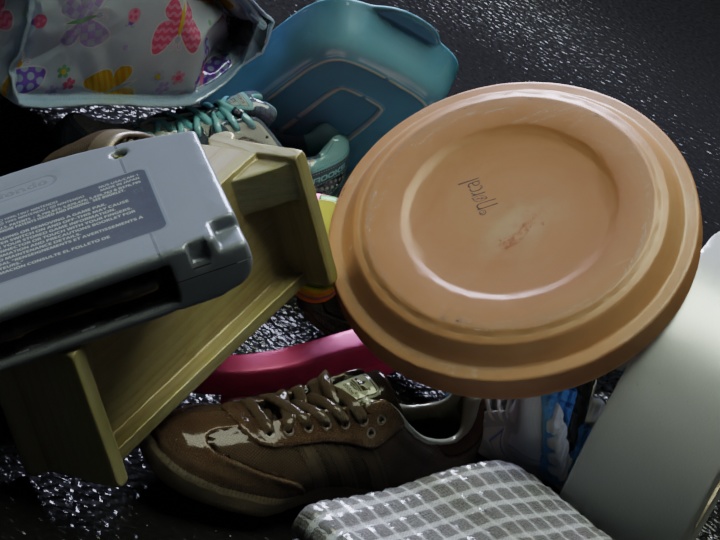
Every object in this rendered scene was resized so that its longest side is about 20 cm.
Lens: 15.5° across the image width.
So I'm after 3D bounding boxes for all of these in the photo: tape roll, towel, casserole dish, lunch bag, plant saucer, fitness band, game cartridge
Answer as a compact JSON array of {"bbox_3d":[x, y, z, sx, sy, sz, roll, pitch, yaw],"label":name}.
[{"bbox_3d":[0.178,0.083,1.448,0.071,0.203,0.202,30,22,10],"label":"tape roll"},{"bbox_3d":[0.068,0.169,1.287,0.165,0.086,0.199,38,25,32],"label":"towel"},{"bbox_3d":[-0.024,-0.106,1.721,0.121,0.200,0.039,26,53,-26],"label":"casserole dish"},{"bbox_3d":[-0.177,-0.177,1.651,0.199,0.128,0.169,0,20,-44],"label":"lunch bag"},{"bbox_3d":[0.080,-0.023,1.396,0.199,0.032,0.201,-6,51,7],"label":"plant saucer"},{"bbox_3d":[-0.057,0.016,1.498,0.199,0.038,0.144,-13,48,-28],"label":"fitness band"},{"bbox_3d":[-0.160,-0.005,1.281,0.199,0.042,0.133,-19,27,-6],"label":"game cartridge"}]

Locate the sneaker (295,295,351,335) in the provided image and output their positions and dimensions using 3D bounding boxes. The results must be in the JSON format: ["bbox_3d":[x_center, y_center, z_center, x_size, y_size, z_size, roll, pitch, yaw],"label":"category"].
[{"bbox_3d":[0.000,0.000,1.657,0.088,0.078,0.200,0,11,28],"label":"sneaker"}]

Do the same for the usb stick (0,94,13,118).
[{"bbox_3d":[-0.249,-0.103,1.638,0.055,0.033,0.200,18,22,2],"label":"usb stick"}]

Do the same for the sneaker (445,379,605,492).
[{"bbox_3d":[0.087,0.078,1.475,0.086,0.075,0.200,17,-17,11],"label":"sneaker"}]

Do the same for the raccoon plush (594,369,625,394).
[{"bbox_3d":[0.139,0.066,1.645,0.201,0.133,0.097,61,22,-17],"label":"raccoon plush"}]

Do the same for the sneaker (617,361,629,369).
[{"bbox_3d":[0.106,0.019,1.555,0.199,0.072,0.080,-1,28,38],"label":"sneaker"}]

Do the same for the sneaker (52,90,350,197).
[{"bbox_3d":[-0.098,-0.081,1.674,0.199,0.087,0.078,13,25,-28],"label":"sneaker"}]

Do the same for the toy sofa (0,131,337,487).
[{"bbox_3d":[-0.109,0.016,1.340,0.097,0.083,0.200,9,39,36],"label":"toy sofa"}]

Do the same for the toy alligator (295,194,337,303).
[{"bbox_3d":[-0.015,-0.019,1.468,0.198,0.059,0.055,4,54,-6],"label":"toy alligator"}]

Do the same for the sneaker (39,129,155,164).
[{"bbox_3d":[-0.114,-0.042,1.591,0.075,0.071,0.200,-5,-19,35],"label":"sneaker"}]

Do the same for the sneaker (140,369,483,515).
[{"bbox_3d":[-0.022,0.080,1.384,0.199,0.076,0.070,8,27,-39],"label":"sneaker"}]
